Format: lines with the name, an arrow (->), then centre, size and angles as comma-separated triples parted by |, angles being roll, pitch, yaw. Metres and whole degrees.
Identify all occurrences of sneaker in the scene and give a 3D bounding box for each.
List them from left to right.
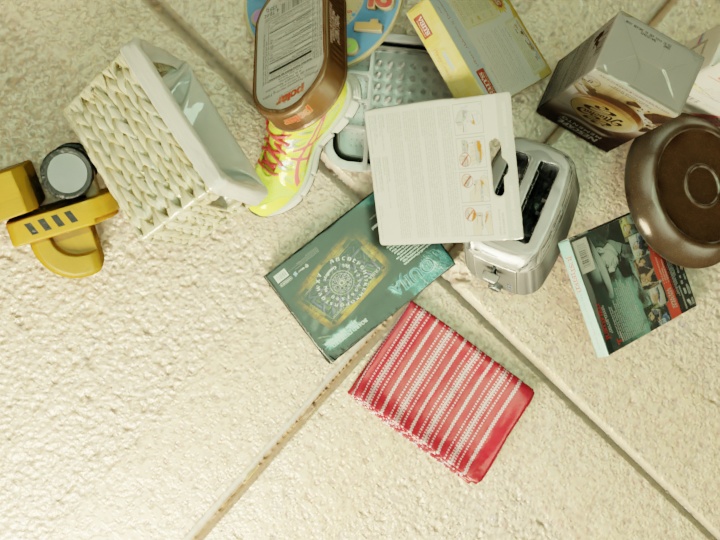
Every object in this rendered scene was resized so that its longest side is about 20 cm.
sneaker -> -0.086, -0.155, 1.218 | 0.078, 0.090, 0.201 | 39, 104, 34

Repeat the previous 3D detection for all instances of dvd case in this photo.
dvd case -> 0.330, 0.006, 1.281 | 0.199, 0.022, 0.147 | -21, 92, -41

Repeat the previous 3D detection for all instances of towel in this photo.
towel -> 0.103, 0.152, 1.293 | 0.199, 0.022, 0.145 | 36, 83, -5

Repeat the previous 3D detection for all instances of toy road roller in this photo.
toy road roller -> -0.368, -0.055, 1.186 | 0.198, 0.123, 0.147 | -18, 102, -8

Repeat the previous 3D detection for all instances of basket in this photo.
basket -> -0.219, -0.136, 1.176 | 0.123, 0.135, 0.201 | -35, 78, 12

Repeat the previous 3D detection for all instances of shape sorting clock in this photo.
shape sorting clock -> -0.045, -0.330, 1.250 | 0.198, 0.039, 0.202 | -2, 77, 10

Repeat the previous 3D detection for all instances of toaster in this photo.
toaster -> 0.195, -0.073, 1.247 | 0.113, 0.129, 0.201 | 24, 85, 14

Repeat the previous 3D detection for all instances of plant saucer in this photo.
plant saucer -> 0.421, -0.104, 1.315 | 0.198, 0.032, 0.202 | 3, 82, -23

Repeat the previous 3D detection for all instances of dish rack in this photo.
dish rack -> 0.055, -0.200, 1.286 | 0.198, 0.044, 0.173 | 5, 87, -8

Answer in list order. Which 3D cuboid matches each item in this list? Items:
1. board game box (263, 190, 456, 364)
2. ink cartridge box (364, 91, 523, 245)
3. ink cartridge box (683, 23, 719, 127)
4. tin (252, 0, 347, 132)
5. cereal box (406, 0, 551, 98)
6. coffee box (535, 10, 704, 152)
board game box -> 0.000, 0.000, 1.279 | 0.199, 0.028, 0.136 | -37, 94, -8
ink cartridge box -> 0.100, -0.113, 1.183 | 0.047, 0.199, 0.162 | -15, 101, -50
ink cartridge box -> 0.455, -0.237, 1.264 | 0.116, 0.200, 0.068 | 24, 85, -7
tin -> -0.070, -0.246, 1.167 | 0.042, 0.111, 0.201 | 31, 46, -42
cereal box -> 0.144, -0.267, 1.239 | 0.039, 0.200, 0.145 | -29, 93, 37
coffee box -> 0.301, -0.218, 1.242 | 0.112, 0.200, 0.080 | 27, 81, -5
